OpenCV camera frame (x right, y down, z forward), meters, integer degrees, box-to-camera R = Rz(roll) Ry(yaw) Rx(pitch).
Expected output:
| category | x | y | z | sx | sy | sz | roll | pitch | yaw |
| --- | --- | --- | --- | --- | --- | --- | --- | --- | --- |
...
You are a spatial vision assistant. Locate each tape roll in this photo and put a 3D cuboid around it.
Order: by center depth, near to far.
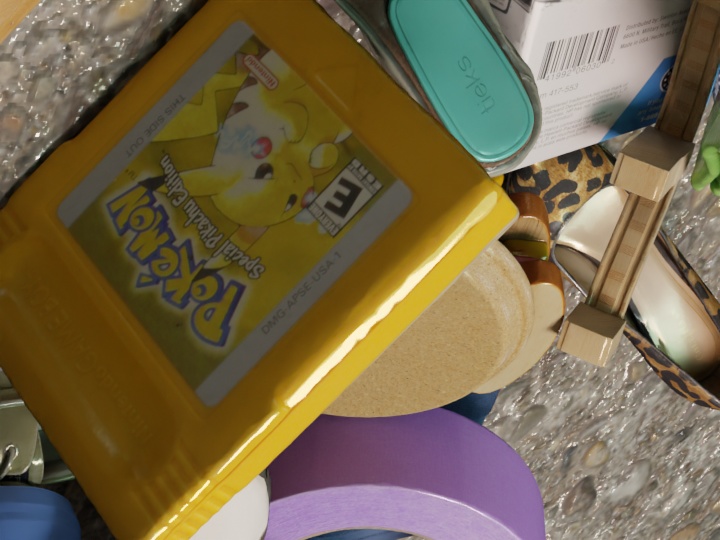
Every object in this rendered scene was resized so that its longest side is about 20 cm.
| category | x | y | z | sx | sy | sz | roll | pitch | yaw |
| --- | --- | --- | --- | --- | --- | --- | --- | --- | --- |
| tape roll | 0.004 | 0.162 | 0.972 | 0.198 | 0.066 | 0.201 | 0 | 132 | 0 |

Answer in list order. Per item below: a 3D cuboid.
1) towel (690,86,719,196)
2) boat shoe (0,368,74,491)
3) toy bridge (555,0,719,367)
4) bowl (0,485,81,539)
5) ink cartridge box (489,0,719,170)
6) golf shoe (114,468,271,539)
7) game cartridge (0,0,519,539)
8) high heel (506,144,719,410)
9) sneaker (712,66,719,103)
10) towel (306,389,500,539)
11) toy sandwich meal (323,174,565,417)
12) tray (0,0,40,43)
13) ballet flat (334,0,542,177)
| category | x | y | z | sx | sy | sz | roll | pitch | yaw |
| --- | --- | --- | --- | --- | --- | --- | --- | --- | --- |
| towel | 0.188 | -0.137 | 0.783 | 0.149 | 0.030 | 0.201 | 29 | 81 | -79 |
| boat shoe | -0.163 | 0.070 | 0.800 | 0.199 | 0.062 | 0.072 | -19 | 139 | -30 |
| toy bridge | 0.139 | -0.050 | 0.831 | 0.067 | 0.027 | 0.201 | -38 | 148 | -63 |
| bowl | -0.219 | 0.163 | 0.808 | 0.199 | 0.040 | 0.201 | -22 | 158 | -9 |
| ink cartridge box | 0.111 | -0.159 | 0.808 | 0.146 | 0.086 | 0.201 | -19 | 138 | -31 |
| golf shoe | -0.089 | 0.166 | 0.865 | 0.077 | 0.095 | 0.201 | 7 | 135 | -16 |
| game cartridge | -0.061 | -0.011 | 0.716 | 0.200 | 0.176 | 0.032 | -44 | 147 | 2 |
| high heel | 0.156 | 0.003 | 0.972 | 0.071 | 0.143 | 0.200 | -43 | 145 | 2 |
| sneaker | 0.220 | -0.165 | 0.921 | 0.114 | 0.075 | 0.202 | -39 | 138 | -81 |
| towel | 0.023 | 0.078 | 1.003 | 0.111 | 0.049 | 0.201 | -9 | 134 | -33 |
| toy sandwich meal | 0.000 | 0.000 | 0.845 | 0.203 | 0.071 | 0.206 | 6 | 145 | 4 |
| tray | -0.158 | -0.119 | 0.631 | 0.200 | 0.037 | 0.099 | -47 | 145 | 4 |
| ballet flat | 0.011 | -0.129 | 0.741 | 0.067 | 0.064 | 0.201 | -31 | 108 | -7 |
